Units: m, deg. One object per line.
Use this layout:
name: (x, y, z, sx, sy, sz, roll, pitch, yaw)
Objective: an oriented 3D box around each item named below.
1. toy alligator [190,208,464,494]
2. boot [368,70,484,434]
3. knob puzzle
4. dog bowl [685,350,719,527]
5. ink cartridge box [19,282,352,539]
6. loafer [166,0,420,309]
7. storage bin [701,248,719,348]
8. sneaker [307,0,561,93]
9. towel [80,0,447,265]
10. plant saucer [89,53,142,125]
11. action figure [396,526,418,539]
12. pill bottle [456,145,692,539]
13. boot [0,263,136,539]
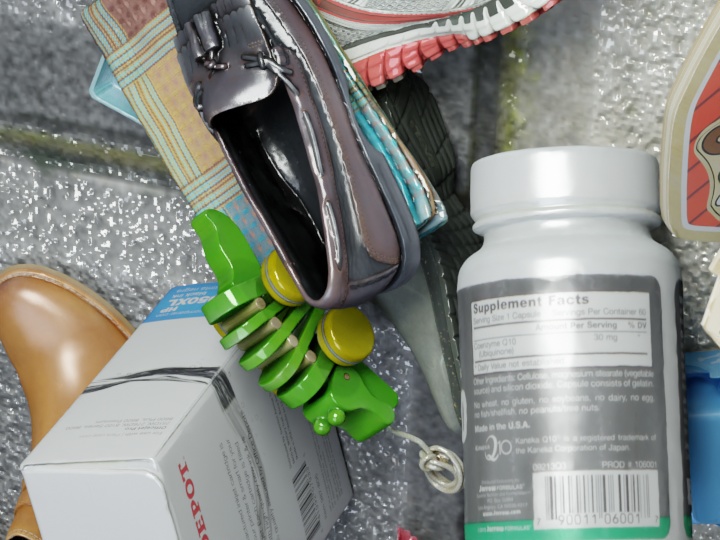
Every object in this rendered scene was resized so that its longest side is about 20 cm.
toy alligator: (-0.022, 0.054, 1.271, 0.200, 0.054, 0.059, 48, 133, -10)
boot: (0.000, 0.000, 1.324, 0.130, 0.068, 0.201, -17, 91, 33)
knob puzzle: (0.219, -0.075, 1.122, 0.218, 0.031, 0.220, -15, 138, -14)
dog bowl: (0.165, 0.095, 1.322, 0.199, 0.050, 0.112, -5, 114, 25)
ink cartridge box: (-0.088, 0.113, 1.345, 0.084, 0.200, 0.145, -4, 115, 23)
loafer: (-0.042, -0.073, 1.214, 0.072, 0.063, 0.201, -34, 86, 43)
storage bin: (0.278, -0.026, 1.105, 0.094, 0.199, 0.199, 53, 128, 38)
sneaker: (0.046, -0.152, 1.220, 0.199, 0.078, 0.082, -21, 106, 30)
towel: (-0.055, -0.078, 1.278, 0.146, 0.022, 0.201, -34, 87, 43)
plant saucer: (-0.080, -0.157, 1.306, 0.070, 0.019, 0.201, 29, 123, 6)
action figure: (0.077, 0.224, 1.397, 0.148, 0.134, 0.201, -27, 75, -7)
pill bottle: (0.104, 0.045, 1.238, 0.112, 0.113, 0.201, -5, 81, 24)
boot: (-0.169, 0.108, 1.402, 0.076, 0.155, 0.201, -17, 109, 29)
